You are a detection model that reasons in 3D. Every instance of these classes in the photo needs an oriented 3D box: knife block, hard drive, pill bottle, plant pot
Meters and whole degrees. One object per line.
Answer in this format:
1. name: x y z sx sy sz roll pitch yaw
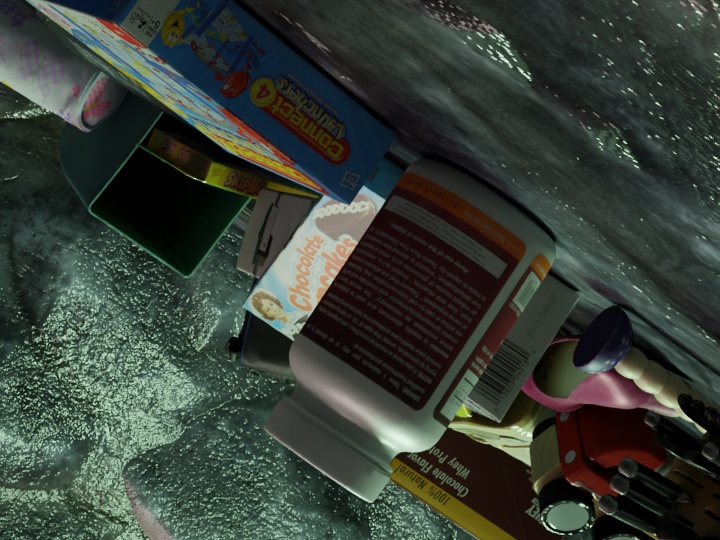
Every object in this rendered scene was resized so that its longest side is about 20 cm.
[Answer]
1. knife block: 0.222 0.165 0.978 0.064 0.175 0.201 31 136 43
2. hard drive: -0.185 -0.171 1.378 0.200 0.033 0.140 34 176 7
3. pill bottle: 0.027 0.039 0.981 0.113 0.200 0.113 34 176 3
4. plant pot: -0.219 -0.118 1.590 0.141 0.141 0.200 37 -178 -37

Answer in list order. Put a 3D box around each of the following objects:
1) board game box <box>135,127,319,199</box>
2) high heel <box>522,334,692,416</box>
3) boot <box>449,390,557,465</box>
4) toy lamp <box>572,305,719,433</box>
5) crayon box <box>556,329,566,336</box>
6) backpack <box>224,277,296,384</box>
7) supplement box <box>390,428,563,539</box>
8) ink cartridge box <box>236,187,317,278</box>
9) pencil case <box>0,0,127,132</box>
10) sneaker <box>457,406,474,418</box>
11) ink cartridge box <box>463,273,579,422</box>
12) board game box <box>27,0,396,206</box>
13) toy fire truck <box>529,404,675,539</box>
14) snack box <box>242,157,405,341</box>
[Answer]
1. board game box: -0.112 -0.090 1.463 0.199 0.030 0.095 12 -167 -47
2. high heel: 0.162 0.076 1.220 0.096 0.068 0.200 25 176 -33
3. boot: 0.153 0.151 1.448 0.154 0.072 0.200 36 167 -24
4. toy lamp: 0.238 0.101 1.070 0.200 0.058 0.058 36 176 -10
5. crayon box: 0.171 0.085 1.425 0.200 0.052 0.126 36 176 -30
6. backpack: -0.055 0.034 1.788 0.134 0.184 0.200 16 -173 11
7. supplement box: 0.141 0.169 1.598 0.197 0.200 0.133 34 176 -10
8. ink cartridge box: -0.013 -0.009 1.349 0.145 0.085 0.200 19 179 -16
9. pencil case: -0.321 -0.220 1.519 0.200 0.091 0.083 34 -166 14
10. sneaker: 0.066 0.074 1.400 0.081 0.074 0.200 47 167 -13
11. ink cartridge box: 0.100 0.052 1.196 0.050 0.109 0.200 34 176 -5
12. board game box: -0.103 -0.135 0.996 0.196 0.056 0.200 37 175 -31
13. toy fire truck: 0.262 0.166 1.274 0.176 0.200 0.129 34 -147 -24
14. snack box: 0.000 0.000 1.153 0.116 0.037 0.200 34 141 -4
